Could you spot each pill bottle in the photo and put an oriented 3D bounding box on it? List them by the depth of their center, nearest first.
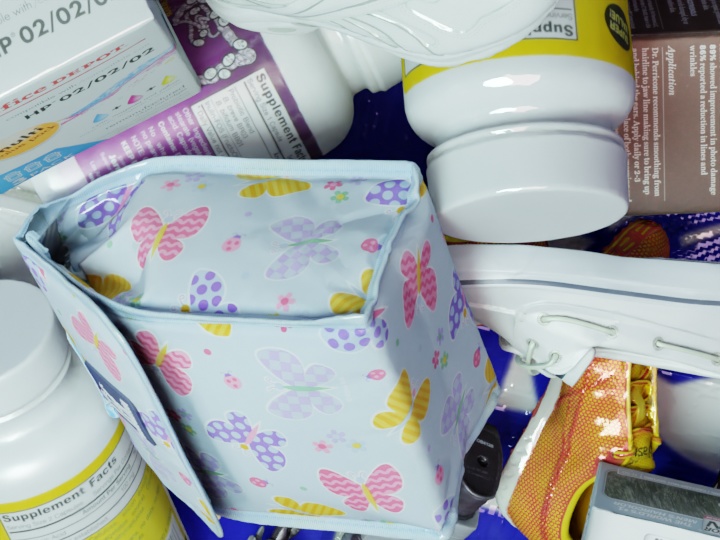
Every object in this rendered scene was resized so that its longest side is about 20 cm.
[{"bbox_3d":[0.073,-0.121,1.278,0.114,0.114,0.201,-5,76,4],"label":"pill bottle"},{"bbox_3d":[-0.074,-0.091,1.338,0.199,0.112,0.113,-29,110,-1],"label":"pill bottle"},{"bbox_3d":[-0.168,0.104,1.407,0.111,0.112,0.201,-13,129,7],"label":"pill bottle"}]

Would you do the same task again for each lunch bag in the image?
[{"bbox_3d":[-0.053,0.040,1.277,0.199,0.127,0.170,5,139,24],"label":"lunch bag"}]

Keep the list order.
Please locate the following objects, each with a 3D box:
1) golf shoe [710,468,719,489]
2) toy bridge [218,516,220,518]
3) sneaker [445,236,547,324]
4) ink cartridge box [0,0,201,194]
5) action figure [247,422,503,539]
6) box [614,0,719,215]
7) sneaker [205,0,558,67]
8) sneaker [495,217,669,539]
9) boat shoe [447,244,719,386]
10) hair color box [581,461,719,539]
[{"bbox_3d":[0.162,0.167,1.481,0.199,0.078,0.095,-29,75,27],"label":"golf shoe"},{"bbox_3d":[-0.113,0.050,1.432,0.027,0.067,0.201,-18,111,9],"label":"toy bridge"},{"bbox_3d":[0.000,0.000,1.408,0.199,0.073,0.078,-12,100,-2],"label":"sneaker"},{"bbox_3d":[-0.147,-0.102,1.187,0.115,0.200,0.068,-28,81,0],"label":"ink cartridge box"},{"bbox_3d":[0.008,0.164,1.471,0.130,0.070,0.200,12,136,-22],"label":"action figure"},{"bbox_3d":[0.214,-0.089,1.361,0.199,0.075,0.101,-1,113,4],"label":"box"},{"bbox_3d":[-0.005,-0.141,1.199,0.199,0.099,0.078,3,82,26],"label":"sneaker"},{"bbox_3d":[0.136,0.065,1.418,0.077,0.073,0.201,31,122,29],"label":"sneaker"},{"bbox_3d":[0.103,0.024,1.328,0.199,0.074,0.067,3,86,2],"label":"boat shoe"},{"bbox_3d":[0.151,0.211,1.401,0.098,0.061,0.201,13,113,5],"label":"hair color box"}]
